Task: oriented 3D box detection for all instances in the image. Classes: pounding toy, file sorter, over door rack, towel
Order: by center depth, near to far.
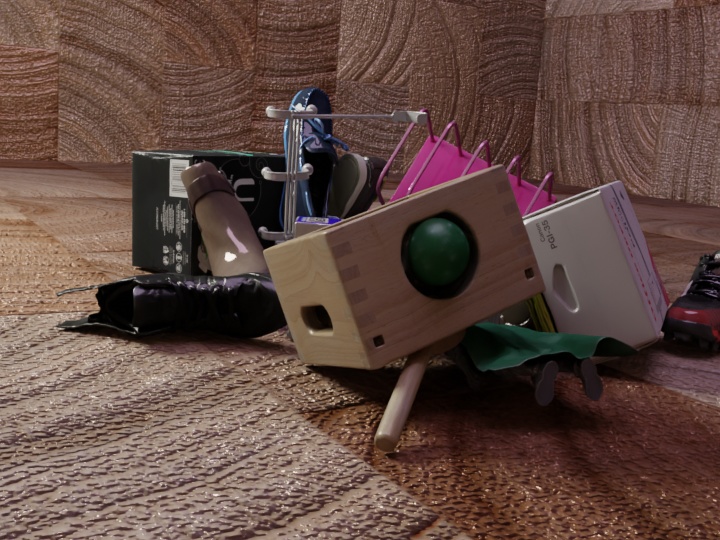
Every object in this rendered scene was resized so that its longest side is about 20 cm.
[{"bbox_3d":[0.032,0.022,0.660,0.182,0.144,0.200,-22,5,-22],"label":"pounding toy"},{"bbox_3d":[0.196,0.033,0.861,0.018,0.087,0.200,-21,-3,23],"label":"towel"},{"bbox_3d":[-0.025,-0.112,1.003,0.198,0.150,0.066,-4,17,-31],"label":"over door rack"},{"bbox_3d":[0.136,-0.099,1.127,0.199,0.140,0.126,29,-9,17],"label":"file sorter"}]

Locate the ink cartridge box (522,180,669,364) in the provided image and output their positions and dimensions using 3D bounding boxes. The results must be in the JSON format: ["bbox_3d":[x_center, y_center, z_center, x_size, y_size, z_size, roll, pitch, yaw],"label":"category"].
[{"bbox_3d":[0.234,-0.003,0.846,0.082,0.148,0.200,-22,-1,23],"label":"ink cartridge box"}]

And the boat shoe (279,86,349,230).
[{"bbox_3d":[-0.051,-0.139,1.099,0.084,0.203,0.068,12,-18,-41],"label":"boat shoe"}]

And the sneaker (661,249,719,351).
[{"bbox_3d":[0.375,0.027,0.922,0.070,0.099,0.199,15,15,39],"label":"sneaker"}]

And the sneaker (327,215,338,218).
[{"bbox_3d":[0.024,-0.030,1.147,0.198,0.078,0.075,0,9,-41],"label":"sneaker"}]

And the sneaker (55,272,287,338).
[{"bbox_3d":[-0.165,0.033,0.775,0.198,0.061,0.104,4,7,27],"label":"sneaker"}]

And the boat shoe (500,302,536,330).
[{"bbox_3d":[0.147,-0.005,0.928,0.076,0.072,0.201,19,37,-46],"label":"boat shoe"}]

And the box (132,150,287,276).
[{"bbox_3d":[-0.176,-0.077,1.113,0.123,0.151,0.199,10,11,39],"label":"box"}]

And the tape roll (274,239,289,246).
[{"bbox_3d":[0.000,0.000,0.986,0.197,0.067,0.200,3,11,-1],"label":"tape roll"}]

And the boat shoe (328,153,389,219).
[{"bbox_3d":[-0.029,-0.080,1.183,0.060,0.072,0.201,-6,-31,-38],"label":"boat shoe"}]

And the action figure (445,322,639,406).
[{"bbox_3d":[0.117,0.068,0.702,0.117,0.056,0.200,0,4,-17],"label":"action figure"}]

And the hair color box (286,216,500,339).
[{"bbox_3d":[0.033,0.012,0.820,0.197,0.111,0.065,4,9,-3],"label":"hair color box"}]

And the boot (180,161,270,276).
[{"bbox_3d":[-0.147,-0.044,0.926,0.070,0.148,0.200,-25,5,-6],"label":"boot"}]
